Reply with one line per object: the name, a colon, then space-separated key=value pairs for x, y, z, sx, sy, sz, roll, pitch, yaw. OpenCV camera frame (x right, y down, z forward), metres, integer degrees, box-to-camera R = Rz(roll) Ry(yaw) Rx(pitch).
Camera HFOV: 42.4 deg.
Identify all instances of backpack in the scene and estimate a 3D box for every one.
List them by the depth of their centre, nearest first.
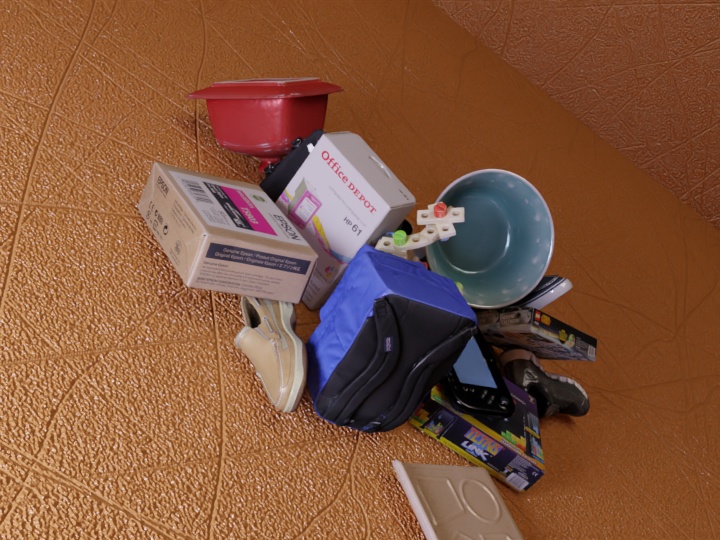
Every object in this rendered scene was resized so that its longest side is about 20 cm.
backpack: x=0.024 y=0.087 z=1.137 sx=0.161 sy=0.202 sz=0.168 roll=19 pitch=23 yaw=-25
backpack: x=-0.043 y=-0.129 z=1.445 sx=0.154 sy=0.163 sz=0.200 roll=51 pitch=21 yaw=5

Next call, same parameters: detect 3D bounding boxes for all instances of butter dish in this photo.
butter dish: x=-0.144 y=-0.225 z=1.466 sx=0.197 sy=0.150 sz=0.199 roll=4 pitch=15 yaw=25

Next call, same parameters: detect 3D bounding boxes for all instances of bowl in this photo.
bowl: x=0.180 y=-0.050 z=1.398 sx=0.200 sy=0.202 sz=0.105 roll=34 pitch=-1 yaw=-12

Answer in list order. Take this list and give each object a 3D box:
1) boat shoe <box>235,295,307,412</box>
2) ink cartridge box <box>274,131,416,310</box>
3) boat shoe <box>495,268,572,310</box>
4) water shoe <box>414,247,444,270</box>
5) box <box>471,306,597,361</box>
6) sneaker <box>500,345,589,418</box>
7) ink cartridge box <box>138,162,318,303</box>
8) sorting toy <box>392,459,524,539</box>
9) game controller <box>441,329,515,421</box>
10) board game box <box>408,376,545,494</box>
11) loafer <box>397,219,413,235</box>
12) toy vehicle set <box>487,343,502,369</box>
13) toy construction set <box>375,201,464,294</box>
boat shoe: x=-0.113 y=0.093 z=1.104 sx=0.075 sy=0.072 sz=0.201 roll=17 pitch=23 yaw=-22
ink cartridge box: x=-0.039 y=-0.070 z=1.286 sx=0.145 sy=0.201 sz=0.084 roll=47 pitch=27 yaw=16
boat shoe: x=0.242 y=0.021 z=1.456 sx=0.070 sy=0.200 sz=0.092 roll=-30 pitch=92 yaw=-32
water shoe: x=0.113 y=-0.005 z=1.472 sx=0.199 sy=0.071 sz=0.079 roll=-32 pitch=85 yaw=-46
box: x=0.261 y=0.099 z=1.443 sx=0.199 sy=0.136 sz=0.041 roll=24 pitch=70 yaw=-45
sneaker: x=0.292 y=0.202 z=1.464 sx=0.199 sy=0.066 sz=0.091 roll=34 pitch=42 yaw=-31
ink cartridge box: x=-0.169 y=-0.049 z=1.170 sx=0.163 sy=0.076 sz=0.200 roll=9 pitch=25 yaw=-38
sorting toy: x=0.131 y=0.316 z=1.116 sx=0.199 sy=0.037 sz=0.186 roll=19 pitch=33 yaw=-44
game controller: x=0.142 y=0.124 z=1.284 sx=0.103 sy=0.042 sz=0.201 roll=20 pitch=31 yaw=-32
board game box: x=0.164 y=0.196 z=1.309 sx=0.199 sy=0.057 sz=0.166 roll=34 pitch=28 yaw=-14
loafer: x=0.056 y=-0.060 z=1.446 sx=0.200 sy=0.062 sz=0.073 roll=67 pitch=19 yaw=-65
toy vehicle set: x=0.124 y=0.091 z=1.449 sx=0.198 sy=0.027 sz=0.125 roll=20 pitch=33 yaw=-35
toy construction set: x=0.086 y=0.004 z=1.241 sx=0.129 sy=0.203 sz=0.092 roll=10 pitch=34 yaw=22
